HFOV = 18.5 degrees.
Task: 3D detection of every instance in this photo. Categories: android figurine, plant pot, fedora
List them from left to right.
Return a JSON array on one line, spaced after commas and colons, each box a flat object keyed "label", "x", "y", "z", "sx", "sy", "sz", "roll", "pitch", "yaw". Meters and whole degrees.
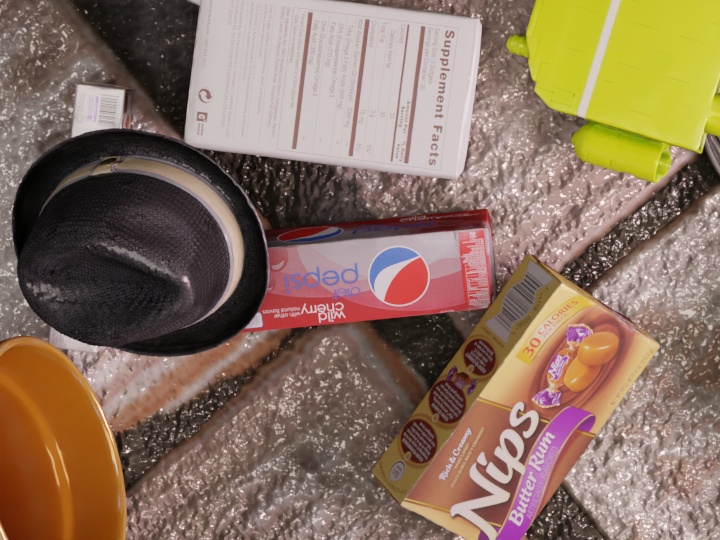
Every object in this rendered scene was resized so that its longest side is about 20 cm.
[{"label": "plant pot", "x": -0.299, "y": 0.167, "z": 1.622, "sx": 0.182, "sy": 0.200, "sz": 0.201, "roll": -16, "pitch": 94, "yaw": 21}, {"label": "fedora", "x": -0.169, "y": -0.002, "z": 1.565, "sx": 0.199, "sy": 0.092, "sz": 0.202, "roll": 9, "pitch": 119, "yaw": 16}, {"label": "android figurine", "x": 0.205, "y": -0.161, "z": 1.609, "sx": 0.199, "sy": 0.041, "sz": 0.183, "roll": 16, "pitch": 94, "yaw": 16}]

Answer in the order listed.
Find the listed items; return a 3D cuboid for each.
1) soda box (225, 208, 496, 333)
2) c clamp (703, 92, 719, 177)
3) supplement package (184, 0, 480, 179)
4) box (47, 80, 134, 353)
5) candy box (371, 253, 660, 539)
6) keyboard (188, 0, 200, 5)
[{"label": "soda box", "x": 0.000, "y": 0.000, "z": 1.633, "sx": 0.199, "sy": 0.070, "sz": 0.064, "roll": -5, "pitch": 103, "yaw": 5}, {"label": "c clamp", "x": 0.320, "y": -0.150, "z": 1.625, "sx": 0.171, "sy": 0.027, "sz": 0.200, "roll": 41, "pitch": 95, "yaw": -5}, {"label": "supplement package", "x": -0.017, "y": -0.136, "z": 1.601, "sx": 0.199, "sy": 0.117, "sz": 0.118, "roll": 7, "pitch": 94, "yaw": 3}, {"label": "box", "x": -0.202, "y": -0.040, "z": 1.661, "sx": 0.041, "sy": 0.039, "sz": 0.201, "roll": 6, "pitch": 95, "yaw": 5}, {"label": "candy box", "x": 0.113, "y": 0.101, "z": 1.617, "sx": 0.116, "sy": 0.056, "sz": 0.200, "roll": 31, "pitch": 97, "yaw": -35}, {"label": "keyboard", "x": -0.098, "y": -0.297, "z": 1.648, "sx": 0.056, "sy": 0.011, "sz": 0.201, "roll": 23, "pitch": 97, "yaw": -3}]
